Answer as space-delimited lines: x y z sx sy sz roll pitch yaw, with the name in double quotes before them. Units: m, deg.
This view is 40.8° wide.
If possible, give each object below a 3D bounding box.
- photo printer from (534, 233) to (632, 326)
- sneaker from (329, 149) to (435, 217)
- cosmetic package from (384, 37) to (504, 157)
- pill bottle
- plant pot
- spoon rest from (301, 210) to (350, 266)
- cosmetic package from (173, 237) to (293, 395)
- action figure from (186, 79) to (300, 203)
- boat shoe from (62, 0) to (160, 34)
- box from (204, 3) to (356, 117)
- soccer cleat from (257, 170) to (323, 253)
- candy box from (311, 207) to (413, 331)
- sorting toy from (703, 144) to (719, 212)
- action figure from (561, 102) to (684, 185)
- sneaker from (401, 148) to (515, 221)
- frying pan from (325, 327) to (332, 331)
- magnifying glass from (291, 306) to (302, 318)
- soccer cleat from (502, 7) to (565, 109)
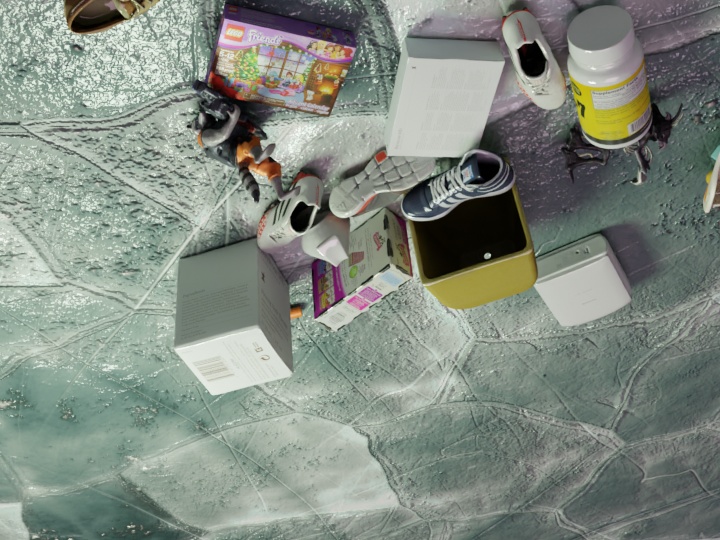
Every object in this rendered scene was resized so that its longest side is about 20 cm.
"photo printer" 0.435 0.029 1.895 0.165 0.070 0.200 -23 138 18
"sneaker" 0.043 -0.149 1.635 0.198 0.078 0.082 -23 164 21
"cosmetic package" 0.126 -0.264 1.505 0.148 0.052 0.201 -1 141 -12
"pill bottle" 0.374 -0.291 1.462 0.113 0.115 0.201 -16 140 11
"plant pot" 0.206 -0.039 1.691 0.193 0.196 0.200 -17 147 12
"spoon rest" -0.054 -0.051 1.636 0.099 0.200 0.061 -36 107 4
"cosmetic package" -0.227 0.084 1.752 0.164 0.202 0.168 -15 141 11
"action figure" -0.195 -0.191 1.444 0.105 0.193 0.200 -55 147 -1
"boat shoe" -0.308 -0.367 1.293 0.198 0.075 0.076 -21 139 17
"box" -0.120 -0.305 1.426 0.197 0.039 0.138 8 138 -18
"soccer cleat" -0.122 -0.083 1.658 0.068 0.086 0.200 17 135 -27
"candy box" 0.000 0.000 1.737 0.061 0.138 0.199 29 129 -34
"sorting toy" 0.679 -0.205 1.635 0.197 0.108 0.182 -6 134 -1
"action figure" 0.434 -0.206 1.580 0.198 0.120 0.103 -14 125 23
"sneaker" 0.151 -0.141 1.576 0.197 0.071 0.108 -18 169 12
"frying pan" -0.010 0.042 1.808 0.031 0.116 0.190 34 126 -25
"magnifying glass" -0.212 0.103 1.905 0.197 0.023 0.080 -12 170 -1
"soccer cleat" 0.262 -0.299 1.444 0.068 0.086 0.200 -20 139 15
